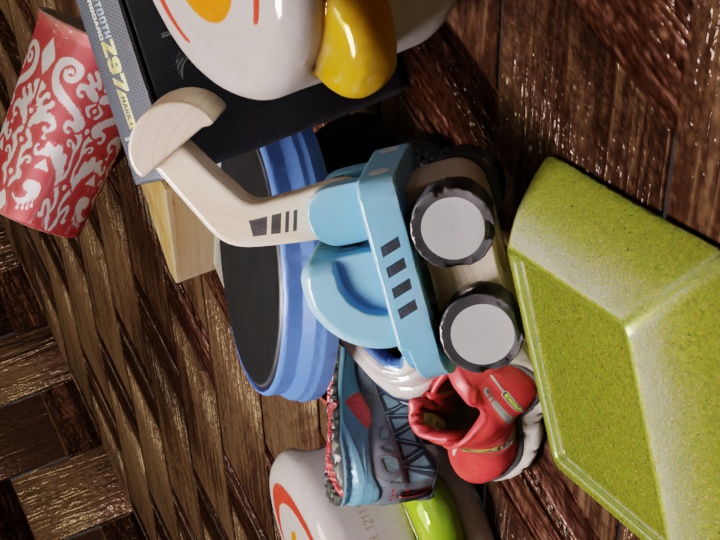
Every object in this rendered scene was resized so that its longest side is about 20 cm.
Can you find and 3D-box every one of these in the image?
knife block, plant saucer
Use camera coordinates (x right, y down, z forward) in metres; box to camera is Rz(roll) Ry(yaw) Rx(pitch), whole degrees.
[{"bbox_3d":[-0.167,-0.084,1.932,0.176,0.064,0.201,-159,51,-72],"label":"knife block"},{"bbox_3d":[0.139,0.060,1.046,0.200,0.048,0.201,-140,33,-63],"label":"plant saucer"}]

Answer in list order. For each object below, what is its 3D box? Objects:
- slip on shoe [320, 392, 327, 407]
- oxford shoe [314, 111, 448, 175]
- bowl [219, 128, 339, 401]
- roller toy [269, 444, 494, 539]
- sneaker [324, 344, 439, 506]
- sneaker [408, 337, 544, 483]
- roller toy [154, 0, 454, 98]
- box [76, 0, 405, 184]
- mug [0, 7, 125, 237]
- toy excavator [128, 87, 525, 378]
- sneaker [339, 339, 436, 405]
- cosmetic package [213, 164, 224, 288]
[{"bbox_3d":[-0.007,0.094,1.596,0.074,0.061,0.201,52,159,45],"label":"slip on shoe"},{"bbox_3d":[0.035,-0.038,1.283,0.085,0.073,0.200,57,174,-29],"label":"oxford shoe"},{"bbox_3d":[-0.058,-0.010,1.343,0.201,0.039,0.202,174,90,-75],"label":"bowl"},{"bbox_3d":[0.013,0.209,1.520,0.183,0.139,0.201,-128,22,-50],"label":"roller toy"},{"bbox_3d":[0.023,0.095,1.452,0.079,0.095,0.201,102,173,-47],"label":"sneaker"},{"bbox_3d":[0.068,0.086,1.263,0.200,0.085,0.077,101,147,-63],"label":"sneaker"},{"bbox_3d":[-0.043,-0.192,1.098,0.182,0.139,0.201,0,111,62],"label":"roller toy"},{"bbox_3d":[-0.076,-0.157,1.236,0.051,0.200,0.158,-7,103,50],"label":"box"},{"bbox_3d":[-0.276,-0.139,1.993,0.133,0.177,0.201,33,103,53],"label":"mug"},{"bbox_3d":[-0.016,-0.023,1.140,0.100,0.199,0.195,-69,-36,-70],"label":"toy excavator"},{"bbox_3d":[0.000,0.000,1.354,0.200,0.080,0.146,57,178,14],"label":"sneaker"},{"bbox_3d":[-0.072,-0.023,1.651,0.200,0.071,0.106,102,145,-64],"label":"cosmetic package"}]
